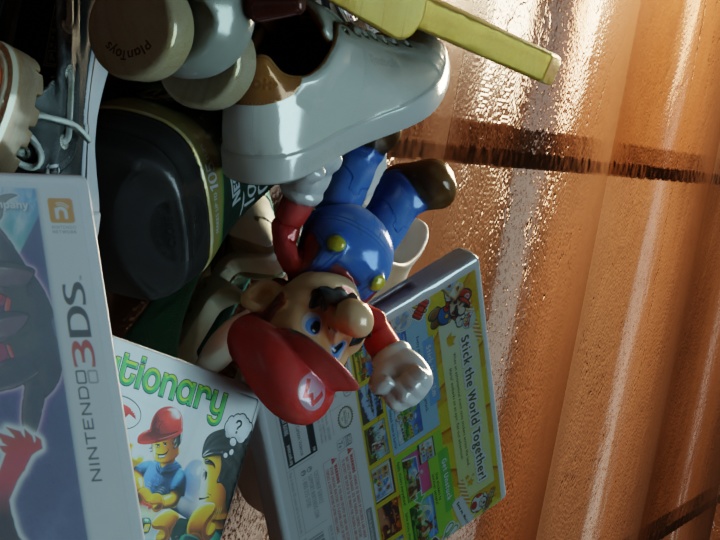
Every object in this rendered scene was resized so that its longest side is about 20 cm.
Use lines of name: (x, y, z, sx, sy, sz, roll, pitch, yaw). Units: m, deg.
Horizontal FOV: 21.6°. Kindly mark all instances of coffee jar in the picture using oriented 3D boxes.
coffee jar: (-0.091, -0.073, 1.061, 0.200, 0.085, 0.105, -50, 145, -47)

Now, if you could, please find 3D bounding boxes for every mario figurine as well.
mario figurine: (0.000, 0.000, 1.076, 0.106, 0.122, 0.201, 102, 10, -58)

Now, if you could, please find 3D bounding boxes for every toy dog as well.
toy dog: (-0.084, -0.176, 0.909, 0.132, 0.095, 0.202, -51, 123, -67)

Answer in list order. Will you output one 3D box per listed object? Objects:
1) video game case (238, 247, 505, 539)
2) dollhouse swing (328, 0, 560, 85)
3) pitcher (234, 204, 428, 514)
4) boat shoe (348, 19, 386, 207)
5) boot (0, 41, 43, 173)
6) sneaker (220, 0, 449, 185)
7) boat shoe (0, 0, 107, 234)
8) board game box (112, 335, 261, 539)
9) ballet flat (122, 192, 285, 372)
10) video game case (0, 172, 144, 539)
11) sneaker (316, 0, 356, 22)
video game case: (0.013, 0.109, 1.195, 0.181, 0.023, 0.202, -30, 129, -28)
dollhouse swing: (0.021, -0.210, 1.012, 0.174, 0.200, 0.184, 3, 107, -25)
pitcher: (-0.029, 0.067, 1.222, 0.171, 0.120, 0.202, -27, 133, -67)
boat shoe: (-0.017, -0.098, 1.258, 0.201, 0.061, 0.073, 95, -16, -57)
boot: (-0.223, -0.021, 0.815, 0.107, 0.075, 0.202, 25, 84, -48)
sneaker: (-0.008, -0.117, 1.040, 0.200, 0.072, 0.085, -37, 129, -53)
boat shoe: (-0.161, -0.072, 0.910, 0.068, 0.073, 0.201, 29, 73, -64)
board game box: (-0.144, 0.099, 1.014, 0.199, 0.034, 0.127, 24, 80, -48)
ballet flat: (-0.083, 0.007, 1.142, 0.201, 0.070, 0.068, -65, 152, -28)
video game case: (-0.186, 0.047, 0.744, 0.198, 0.023, 0.184, 0, 70, -34)
sneaker: (0.012, -0.246, 1.226, 0.081, 0.074, 0.202, 19, 86, -68)
